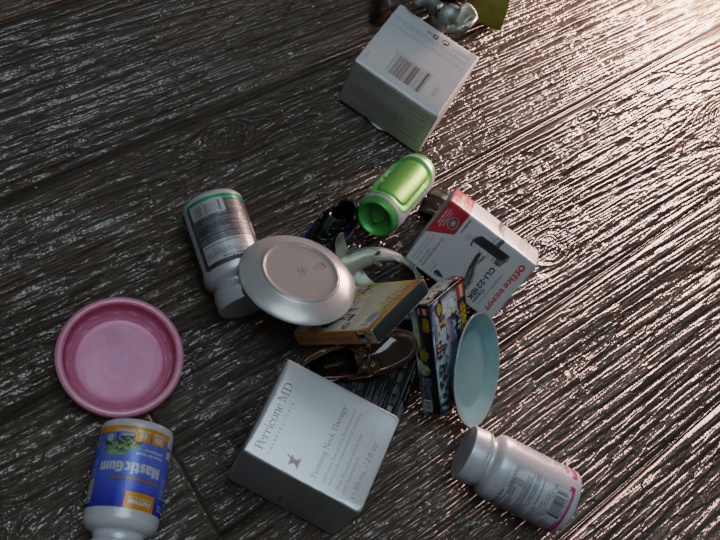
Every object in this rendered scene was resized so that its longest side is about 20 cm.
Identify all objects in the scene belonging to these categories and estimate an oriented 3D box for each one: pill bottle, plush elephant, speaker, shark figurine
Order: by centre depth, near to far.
[{"bbox_3d":[-0.346,0.331,1.354,0.111,0.112,0.202,11,61,-13],"label":"pill bottle"},{"bbox_3d":[0.261,0.349,1.548,0.199,0.113,0.114,28,59,-4],"label":"pill bottle"},{"bbox_3d":[-0.227,-0.028,1.570,0.112,0.113,0.201,-13,70,-24],"label":"pill bottle"},{"bbox_3d":[0.017,-0.015,1.672,0.212,0.089,0.130,-6,100,-13],"label":"shark figurine"},{"bbox_3d":[0.070,-0.144,1.721,0.088,0.089,0.200,38,43,2],"label":"speaker"},{"bbox_3d":[0.167,-0.557,1.855,0.199,0.164,0.156,30,79,-33],"label":"plush elephant"}]

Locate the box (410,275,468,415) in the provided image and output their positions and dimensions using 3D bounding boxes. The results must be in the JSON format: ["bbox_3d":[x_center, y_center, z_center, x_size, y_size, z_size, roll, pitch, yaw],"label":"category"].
[{"bbox_3d":[0.142,0.126,1.567,0.137,0.040,0.202,-35,122,-53],"label":"box"}]

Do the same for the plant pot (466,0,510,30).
[{"bbox_3d":[0.229,-0.638,2.000,0.198,0.188,0.189,12,61,0],"label":"plant pot"}]

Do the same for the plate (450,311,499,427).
[{"bbox_3d":[0.195,0.172,1.598,0.025,0.201,0.201,3,54,29],"label":"plate"}]

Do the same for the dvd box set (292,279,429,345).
[{"bbox_3d":[-0.001,0.070,1.513,0.146,0.199,0.030,-43,114,-37],"label":"dvd box set"}]

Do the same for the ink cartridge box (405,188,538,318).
[{"bbox_3d":[0.207,-0.028,1.684,0.199,0.145,0.084,36,24,-2],"label":"ink cartridge box"}]

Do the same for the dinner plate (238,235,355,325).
[{"bbox_3d":[-0.101,0.008,1.506,0.198,0.024,0.201,14,43,-13],"label":"dinner plate"}]

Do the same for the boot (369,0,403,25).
[{"bbox_3d":[0.089,-0.630,1.942,0.064,0.186,0.202,25,54,-28],"label":"boot"}]

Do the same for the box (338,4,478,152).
[{"bbox_3d":[0.097,-0.386,1.846,0.198,0.131,0.201,34,58,0],"label":"box"}]

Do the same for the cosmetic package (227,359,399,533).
[{"bbox_3d":[-0.076,0.280,1.439,0.199,0.167,0.168,28,59,-2],"label":"cosmetic package"}]

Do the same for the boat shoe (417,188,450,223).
[{"bbox_3d":[0.192,-0.071,1.765,0.200,0.075,0.073,40,69,13],"label":"boat shoe"}]

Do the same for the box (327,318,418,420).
[{"bbox_3d":[0.015,0.165,1.558,0.159,0.044,0.201,12,57,19],"label":"box"}]

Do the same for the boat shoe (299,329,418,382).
[{"bbox_3d":[-0.003,0.145,1.492,0.198,0.070,0.071,-17,87,7],"label":"boat shoe"}]

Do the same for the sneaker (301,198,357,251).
[{"bbox_3d":[-0.070,-0.061,1.645,0.069,0.100,0.200,37,59,4],"label":"sneaker"}]

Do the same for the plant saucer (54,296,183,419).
[{"bbox_3d":[-0.385,0.143,1.469,0.199,0.051,0.202,8,63,-16],"label":"plant saucer"}]
